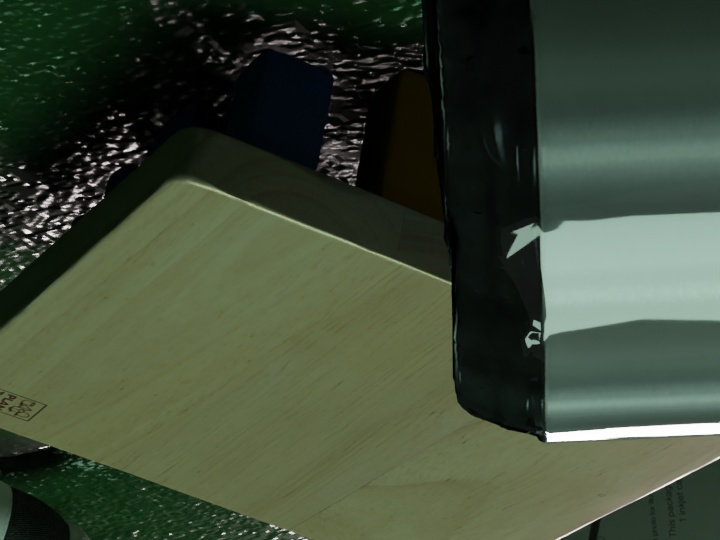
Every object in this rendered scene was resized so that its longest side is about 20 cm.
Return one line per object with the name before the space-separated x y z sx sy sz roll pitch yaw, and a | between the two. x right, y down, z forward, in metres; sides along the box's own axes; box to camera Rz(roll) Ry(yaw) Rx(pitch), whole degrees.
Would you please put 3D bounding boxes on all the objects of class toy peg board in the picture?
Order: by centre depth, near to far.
toy peg board | 0.000 0.000 0.918 0.198 0.098 0.200 22 151 -21

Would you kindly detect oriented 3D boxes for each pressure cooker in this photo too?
pressure cooker | 0.112 -0.053 0.633 0.199 0.177 0.179 -2 164 3

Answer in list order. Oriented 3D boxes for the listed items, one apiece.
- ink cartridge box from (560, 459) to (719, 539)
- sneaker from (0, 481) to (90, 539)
ink cartridge box | 0.109 0.114 1.239 0.199 0.085 0.146 -16 158 28
sneaker | -0.209 0.152 1.181 0.112 0.200 0.073 40 180 -22
